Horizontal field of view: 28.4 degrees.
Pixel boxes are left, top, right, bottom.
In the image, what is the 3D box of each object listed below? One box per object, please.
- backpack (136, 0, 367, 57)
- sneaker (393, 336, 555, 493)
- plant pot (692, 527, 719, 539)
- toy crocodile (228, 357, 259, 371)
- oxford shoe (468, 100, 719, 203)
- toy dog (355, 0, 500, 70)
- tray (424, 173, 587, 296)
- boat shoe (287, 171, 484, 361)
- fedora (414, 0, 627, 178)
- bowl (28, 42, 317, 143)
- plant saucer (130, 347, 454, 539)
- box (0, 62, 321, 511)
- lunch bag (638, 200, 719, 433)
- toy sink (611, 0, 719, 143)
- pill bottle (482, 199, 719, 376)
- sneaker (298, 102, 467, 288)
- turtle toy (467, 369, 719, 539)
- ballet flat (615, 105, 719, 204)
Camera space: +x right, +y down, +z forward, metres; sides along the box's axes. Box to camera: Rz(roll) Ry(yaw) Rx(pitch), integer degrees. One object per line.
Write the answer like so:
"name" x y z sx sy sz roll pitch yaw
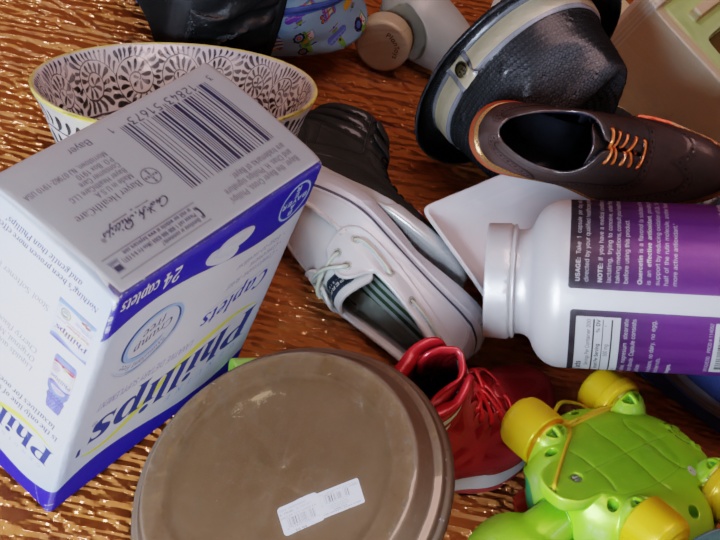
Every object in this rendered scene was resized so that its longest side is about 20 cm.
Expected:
"backpack" -0.086 -0.260 1.173 0.199 0.135 0.183 -8 51 -25
"sneaker" 0.074 0.089 0.928 0.199 0.116 0.078 -27 63 -40
"plant pot" 0.184 0.246 0.774 0.199 0.189 0.201 13 45 -13
"toy crocodile" -0.044 0.130 0.873 0.067 0.062 0.201 4 46 -22
"oxford shoe" 0.180 -0.081 1.030 0.198 0.072 0.073 6 3 -7
"toy dog" 0.097 -0.211 1.246 0.198 0.097 0.133 10 45 -16
"tray" 0.149 -0.033 1.060 0.199 0.022 0.108 -23 67 -29
"boat shoe" 0.000 0.000 1.011 0.199 0.074 0.067 35 42 9
"fedora" 0.142 -0.134 1.117 0.200 0.201 0.092 -14 58 -34
"bowl" -0.131 -0.089 1.003 0.199 0.095 0.201 3 24 -1
"plant saucer" -0.044 0.125 0.823 0.198 0.030 0.201 -10 52 12
"box" -0.139 0.009 0.845 0.105 0.201 0.184 40 45 13
"lunch bag" 0.306 0.023 1.086 0.136 0.133 0.200 40 56 18
"toy sink" 0.282 -0.202 1.282 0.200 0.112 0.130 49 46 5
"pill bottle" 0.183 0.011 0.943 0.198 0.113 0.113 3 43 8
"sneaker" 0.014 -0.063 1.081 0.199 0.071 0.099 33 48 15
"turtle toy" 0.148 0.153 0.907 0.199 0.102 0.146 -16 41 -37
"ballet flat" 0.244 -0.082 1.189 0.056 0.067 0.200 -18 34 0
